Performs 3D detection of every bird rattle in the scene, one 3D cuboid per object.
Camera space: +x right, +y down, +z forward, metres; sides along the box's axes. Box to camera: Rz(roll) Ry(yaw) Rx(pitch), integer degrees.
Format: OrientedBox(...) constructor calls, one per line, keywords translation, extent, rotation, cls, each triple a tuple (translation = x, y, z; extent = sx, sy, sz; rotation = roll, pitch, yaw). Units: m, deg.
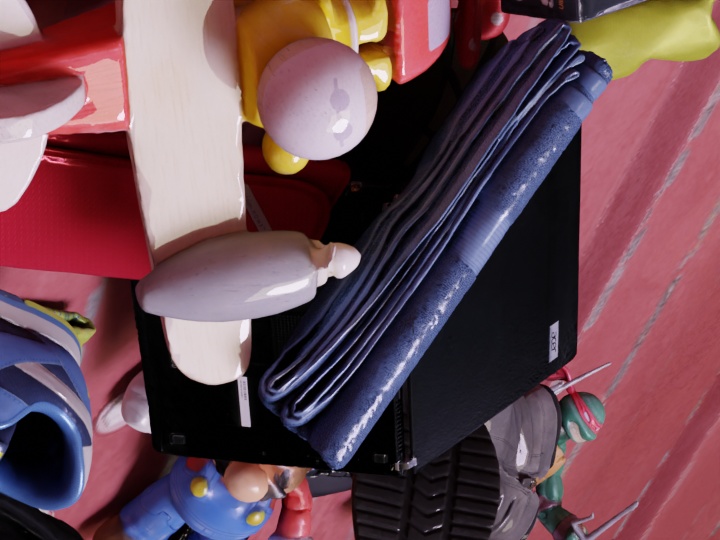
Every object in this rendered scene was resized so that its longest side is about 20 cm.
OrientedBox(translation=(0.090, -0.174, 1.073), extent=(0.199, 0.113, 0.164), rotation=(12, 112, -48), cls="bird rattle")

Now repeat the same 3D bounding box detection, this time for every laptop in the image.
OrientedBox(translation=(0.000, 0.000, 1.120), extent=(0.104, 0.199, 0.178), rotation=(-75, 165, -49), cls="laptop")

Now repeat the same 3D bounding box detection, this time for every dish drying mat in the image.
OrientedBox(translation=(-0.102, -0.026, 0.978), extent=(0.199, 0.018, 0.077), rotation=(6, 132, -33), cls="dish drying mat")

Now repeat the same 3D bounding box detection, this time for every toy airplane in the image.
OrientedBox(translation=(-0.056, -0.077, 0.889), extent=(0.200, 0.141, 0.200), rotation=(39, 81, -44), cls="toy airplane")

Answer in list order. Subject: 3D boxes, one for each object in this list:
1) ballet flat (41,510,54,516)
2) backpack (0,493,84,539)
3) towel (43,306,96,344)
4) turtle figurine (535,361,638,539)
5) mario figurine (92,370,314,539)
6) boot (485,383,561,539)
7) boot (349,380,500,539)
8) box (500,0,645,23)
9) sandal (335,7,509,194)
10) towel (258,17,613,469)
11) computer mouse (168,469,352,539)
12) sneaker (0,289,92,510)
OrientedBox(translation=(-0.195, 0.190, 1.241), extent=(0.075, 0.064, 0.200), rotation=(-17, 146, -44), cls="ballet flat")
OrientedBox(translation=(-0.180, 0.155, 1.039), extent=(0.153, 0.164, 0.200), rotation=(-24, 148, -6), cls="backpack")
OrientedBox(translation=(-0.218, 0.093, 1.087), extent=(0.200, 0.023, 0.143), rotation=(-51, 155, 20), cls="towel")
OrientedBox(translation=(0.101, 0.135, 1.561), extent=(0.200, 0.150, 0.101), rotation=(-34, -157, 10), cls="turtle figurine")
OrientedBox(translation=(-0.074, 0.117, 1.242), extent=(0.123, 0.106, 0.200), rotation=(0, 143, -33), cls="mario figurine")
OrientedBox(translation=(0.078, 0.076, 1.425), extent=(0.131, 0.070, 0.201), rotation=(-4, 118, -53), cls="boot")
OrientedBox(translation=(0.024, 0.120, 1.274), extent=(0.077, 0.201, 0.139), rotation=(10, 145, -7), cls="boot")
OrientedBox(translation=(0.137, -0.206, 1.010), extent=(0.199, 0.046, 0.160), rotation=(-23, 117, -40), cls="box")
OrientedBox(translation=(-0.008, -0.048, 1.138), extent=(0.082, 0.055, 0.200), rotation=(36, 97, -24), cls="sandal")
OrientedBox(translation=(0.027, -0.013, 0.984), extent=(0.200, 0.048, 0.112), rotation=(-55, -179, -4), cls="towel")
OrientedBox(translation=(-0.041, 0.129, 1.404), extent=(0.200, 0.046, 0.141), rotation=(-5, 136, -56), cls="computer mouse")
OrientedBox(translation=(-0.179, 0.042, 0.946), extent=(0.074, 0.083, 0.200), rotation=(-39, 142, 25), cls="sneaker")
